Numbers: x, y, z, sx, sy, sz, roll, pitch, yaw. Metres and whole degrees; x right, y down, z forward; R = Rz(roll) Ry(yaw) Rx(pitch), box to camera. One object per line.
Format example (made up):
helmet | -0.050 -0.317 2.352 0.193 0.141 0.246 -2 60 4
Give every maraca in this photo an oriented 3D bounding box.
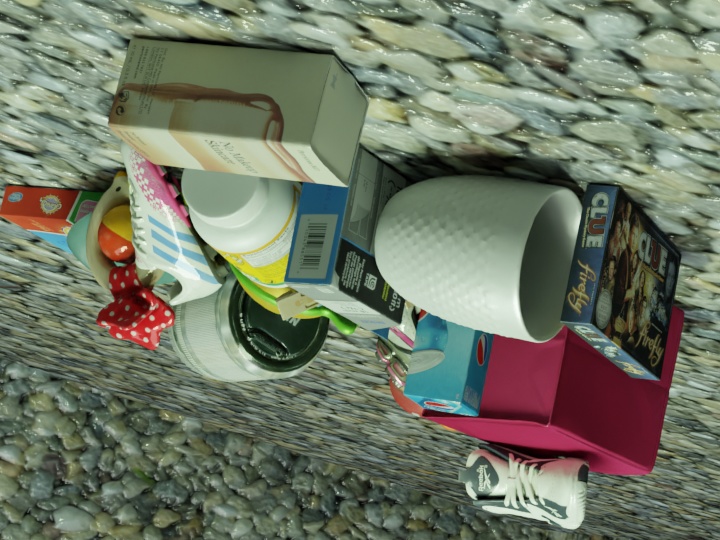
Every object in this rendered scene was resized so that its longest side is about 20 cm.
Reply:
maraca | -0.056 0.003 1.855 0.198 0.138 0.108 26 137 6

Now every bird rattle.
bird rattle | -0.247 -0.023 1.847 0.112 0.202 0.163 3 -154 -45

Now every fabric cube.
fabric cube | 0.220 0.106 1.868 0.195 0.202 0.198 0 162 46

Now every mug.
mug | 0.122 -0.025 1.602 0.174 0.149 0.199 11 -162 31

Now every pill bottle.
pill bottle | -0.111 -0.061 1.694 0.111 0.114 0.200 9 166 18

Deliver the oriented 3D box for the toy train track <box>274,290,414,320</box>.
toy train track | 0.000 0.000 1.796 0.198 0.116 0.033 -24 -161 -5

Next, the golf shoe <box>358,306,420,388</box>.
golf shoe | 0.033 0.040 1.927 0.201 0.092 0.073 52 -159 1

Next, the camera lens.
camera lens | -0.145 0.061 2.115 0.159 0.162 0.199 20 165 -28

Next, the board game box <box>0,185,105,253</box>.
board game box | -0.330 -0.057 2.070 0.198 0.041 0.153 5 164 30

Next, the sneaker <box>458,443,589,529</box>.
sneaker | 0.178 0.241 1.855 0.128 0.081 0.199 8 178 -7

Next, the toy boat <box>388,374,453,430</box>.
toy boat | 0.121 0.145 2.118 0.129 0.132 0.199 12 -157 32

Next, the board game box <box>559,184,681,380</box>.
board game box | 0.257 0.015 1.603 0.034 0.137 0.200 5 165 30

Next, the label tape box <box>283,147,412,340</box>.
label tape box | 0.013 -0.024 1.660 0.063 0.146 0.200 1 163 34

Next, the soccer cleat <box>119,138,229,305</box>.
soccer cleat | -0.213 -0.051 1.718 0.201 0.086 0.070 61 -174 -21

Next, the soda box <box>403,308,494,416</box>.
soda box | 0.103 0.045 1.728 0.067 0.202 0.064 6 165 24

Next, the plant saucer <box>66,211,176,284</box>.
plant saucer | -0.253 -0.026 1.980 0.197 0.036 0.200 -7 156 -3

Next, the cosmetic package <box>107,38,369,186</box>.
cosmetic package | -0.105 -0.137 1.433 0.198 0.088 0.103 7 164 24
